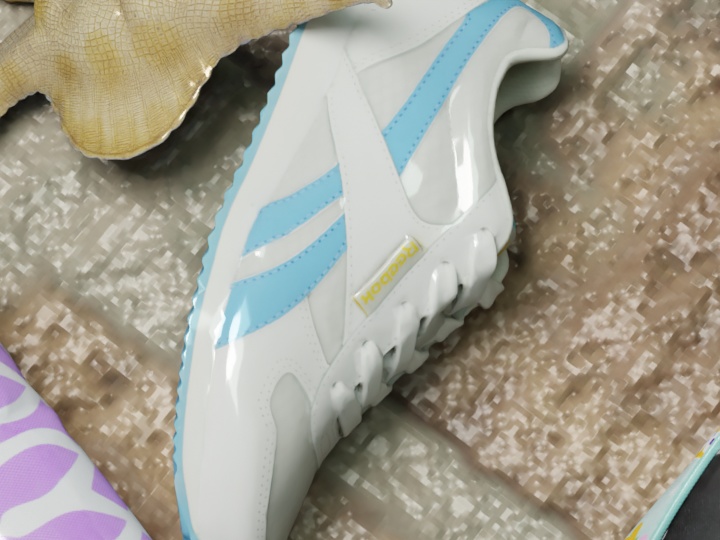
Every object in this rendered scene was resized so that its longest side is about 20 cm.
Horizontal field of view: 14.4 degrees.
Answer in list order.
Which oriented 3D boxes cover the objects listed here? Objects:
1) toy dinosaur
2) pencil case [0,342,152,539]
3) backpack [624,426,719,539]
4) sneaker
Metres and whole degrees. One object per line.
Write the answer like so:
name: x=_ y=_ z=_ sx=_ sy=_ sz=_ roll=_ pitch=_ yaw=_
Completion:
toy dinosaur: x=-0.060 y=-0.084 z=0.861 sx=0.199 sy=0.058 sz=0.102 roll=-13 pitch=66 yaw=31
pencil case: x=-0.108 y=0.070 z=0.816 sx=0.085 sy=0.084 sz=0.200 roll=-15 pitch=64 yaw=-49
backpack: x=0.131 y=0.130 z=0.740 sx=0.175 sy=0.153 sz=0.201 roll=29 pitch=82 yaw=12
sneaker: x=0.000 y=0.000 z=0.833 sx=0.080 sy=0.077 sz=0.201 roll=18 pitch=75 yaw=7
